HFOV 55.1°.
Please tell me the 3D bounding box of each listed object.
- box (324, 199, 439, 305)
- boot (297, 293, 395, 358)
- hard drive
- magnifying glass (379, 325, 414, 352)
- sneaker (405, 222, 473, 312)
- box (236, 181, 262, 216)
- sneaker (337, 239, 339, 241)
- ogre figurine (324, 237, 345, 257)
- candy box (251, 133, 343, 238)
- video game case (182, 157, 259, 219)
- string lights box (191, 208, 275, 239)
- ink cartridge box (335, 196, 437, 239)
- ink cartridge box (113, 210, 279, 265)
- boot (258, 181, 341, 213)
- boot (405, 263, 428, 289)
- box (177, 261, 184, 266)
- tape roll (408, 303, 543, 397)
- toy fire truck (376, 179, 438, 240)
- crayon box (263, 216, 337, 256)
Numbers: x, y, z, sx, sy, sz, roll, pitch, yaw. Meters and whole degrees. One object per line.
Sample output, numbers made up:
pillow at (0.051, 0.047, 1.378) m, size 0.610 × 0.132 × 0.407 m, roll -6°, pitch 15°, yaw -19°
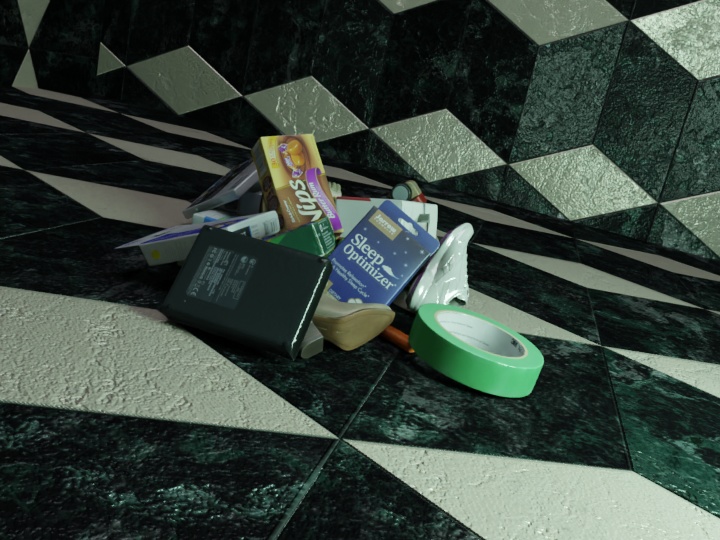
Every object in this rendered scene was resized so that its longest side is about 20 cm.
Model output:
box at (0.023, -0.013, 1.069) m, size 0.121 × 0.200 × 0.033 m, roll 39°, pitch -17°, yaw 10°
boot at (-0.065, 0.051, 0.990) m, size 0.197 × 0.071 × 0.146 m, roll -13°, pitch 41°, yaw -40°
hard drive at (-0.151, 0.024, 0.924) m, size 0.196 × 0.142 × 0.033 m, roll 15°, pitch -25°, yaw 18°
magnifying glass at (0.013, 0.081, 1.093) m, size 0.079 × 0.023 × 0.198 m, roll -1°, pitch 19°, yaw -45°
sneaker at (0.160, 0.007, 1.229) m, size 0.099 × 0.202 × 0.075 m, roll 32°, pitch -22°, yaw 5°
box at (-0.192, -0.129, 1.501) m, size 0.149 × 0.109 × 0.200 m, roll 9°, pitch 16°, yaw -12°
sneaker at (-0.036, -0.051, 1.396) m, size 0.080 × 0.075 × 0.200 m, roll 17°, pitch 9°, yaw 10°
ogre figurine at (0.000, 0.000, 1.130) m, size 0.118 × 0.100 × 0.199 m, roll 29°, pitch 26°, yaw 18°
candy box at (-0.117, -0.146, 1.269) m, size 0.115 × 0.204 × 0.056 m, roll -10°, pitch -15°, yaw -33°
video game case at (-0.256, -0.186, 1.437) m, size 0.179 × 0.024 × 0.201 m, roll -14°, pitch 28°, yaw 41°
string lights box at (-0.217, -0.062, 1.330) m, size 0.196 × 0.060 × 0.103 m, roll 18°, pitch 16°, yaw 15°
ink cartridge box at (0.053, -0.098, 1.365) m, size 0.144 × 0.085 × 0.199 m, roll 6°, pitch 5°, yaw 25°
ink cartridge box at (-0.254, -0.051, 1.108) m, size 0.196 × 0.048 × 0.198 m, roll -10°, pitch 11°, yaw 16°
boot at (-0.115, -0.130, 1.345) m, size 0.151 × 0.073 × 0.202 m, roll 18°, pitch 37°, yaw -6°
boot at (0.056, 0.013, 1.301) m, size 0.171 × 0.071 × 0.198 m, roll 1°, pitch 8°, yaw -37°
box at (-0.195, -0.008, 1.197) m, size 0.196 × 0.037 × 0.144 m, roll 16°, pitch 15°, yaw 17°
tape roll at (0.169, 0.113, 1.016) m, size 0.196 × 0.049 × 0.201 m, roll 18°, pitch 16°, yaw -5°
toy fire truck at (0.097, -0.083, 1.572) m, size 0.202 × 0.174 × 0.129 m, roll 56°, pitch 16°, yaw -3°
crayon box at (-0.141, -0.020, 1.040) m, size 0.196 × 0.053 × 0.126 m, roll -21°, pitch 6°, yaw 10°
